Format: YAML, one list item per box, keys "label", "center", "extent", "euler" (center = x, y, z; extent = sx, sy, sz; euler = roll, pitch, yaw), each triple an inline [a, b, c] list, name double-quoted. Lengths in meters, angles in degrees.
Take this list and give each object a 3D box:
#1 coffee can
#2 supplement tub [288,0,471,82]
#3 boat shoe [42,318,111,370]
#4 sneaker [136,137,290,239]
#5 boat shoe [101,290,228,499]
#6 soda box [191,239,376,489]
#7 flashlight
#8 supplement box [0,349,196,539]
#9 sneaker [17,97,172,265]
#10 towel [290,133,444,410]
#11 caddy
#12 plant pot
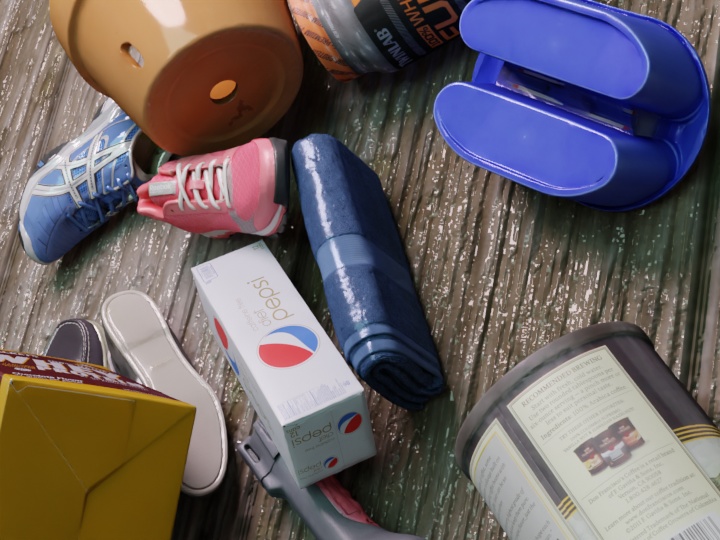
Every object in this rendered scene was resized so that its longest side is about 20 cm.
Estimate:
- label: "coffee can"
  center: [0.167, 0.152, 0.743]
  extent: [0.146, 0.146, 0.200]
  euler: [-39, 55, 9]
- label: "supplement tub"
  center: [0.048, -0.240, 0.999]
  extent: [0.199, 0.122, 0.123]
  euler: [-28, 58, 17]
- label: "boat shoe"
  center: [-0.261, 0.130, 1.048]
  extent: [0.072, 0.065, 0.201]
  euler: [-1, 68, 31]
- label: "sneaker"
  center: [-0.120, -0.059, 0.989]
  extent: [0.200, 0.086, 0.074]
  euler: [-14, 76, 61]
- label: "boat shoe"
  center: [-0.158, 0.105, 1.015]
  extent: [0.067, 0.057, 0.200]
  euler: [-18, 58, -20]
- label: "soda box"
  center: [-0.060, 0.063, 0.925]
  extent: [0.063, 0.068, 0.200]
  euler: [-22, 40, -13]
- label: "flashlight"
  center: [-0.005, 0.172, 0.887]
  extent: [0.068, 0.068, 0.200]
  euler: [-55, 49, 14]
- label: "supplement box"
  center: [-0.232, 0.168, 0.904]
  extent: [0.200, 0.132, 0.198]
  euler: [7, 86, 61]
- label: "sneaker"
  center: [-0.230, -0.084, 1.118]
  extent: [0.200, 0.076, 0.077]
  euler: [-52, 50, 2]
- label: "towel"
  center: [0.000, 0.000, 0.926]
  extent: [0.048, 0.112, 0.201]
  euler: [-26, 59, 16]
- label: "caddy"
  center: [0.152, -0.124, 0.903]
  extent: [0.200, 0.105, 0.142]
  euler: [28, 108, 35]
- label: "plant pot"
  center: [-0.135, -0.189, 1.014]
  extent: [0.200, 0.200, 0.140]
  euler: [-38, 57, 10]
